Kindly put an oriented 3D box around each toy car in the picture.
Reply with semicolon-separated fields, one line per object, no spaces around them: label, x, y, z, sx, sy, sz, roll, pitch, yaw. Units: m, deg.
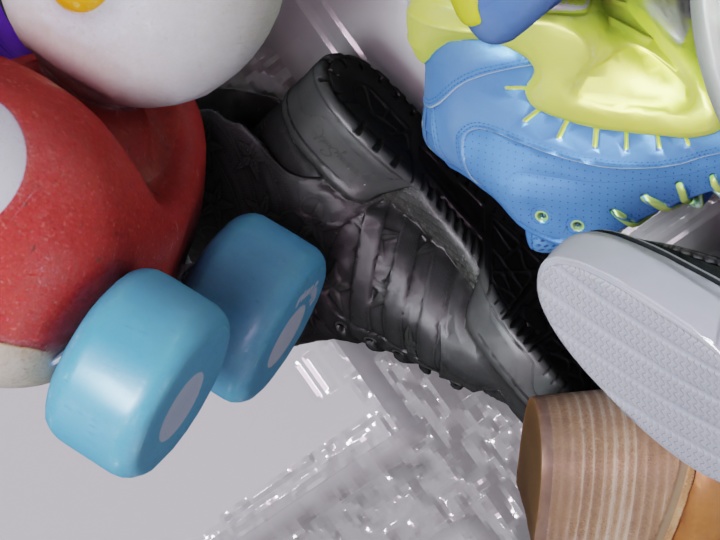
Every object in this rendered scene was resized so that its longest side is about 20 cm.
toy car;-0.087;-0.075;0.779;0.184;0.177;0.201;30;109;11

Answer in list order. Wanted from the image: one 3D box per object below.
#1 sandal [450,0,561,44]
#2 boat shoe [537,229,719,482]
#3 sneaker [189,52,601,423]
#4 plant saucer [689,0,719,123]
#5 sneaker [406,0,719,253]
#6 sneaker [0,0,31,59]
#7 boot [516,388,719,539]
sandal;0.118;-0.127;0.768;0.199;0.079;0.087;-34;107;-3
boat shoe;0.150;0.035;0.761;0.199;0.071;0.072;30;150;23
sneaker;-0.001;0.001;0.882;0.104;0.060;0.200;-39;91;31
plant saucer;0.199;-0.091;0.736;0.199;0.050;0.202;-4;105;-14
sneaker;0.108;-0.050;0.831;0.199;0.076;0.106;20;128;13
sneaker;-0.164;-0.150;0.891;0.099;0.070;0.201;-26;94;26
boot;0.128;0.122;0.863;0.154;0.074;0.201;1;133;-5
